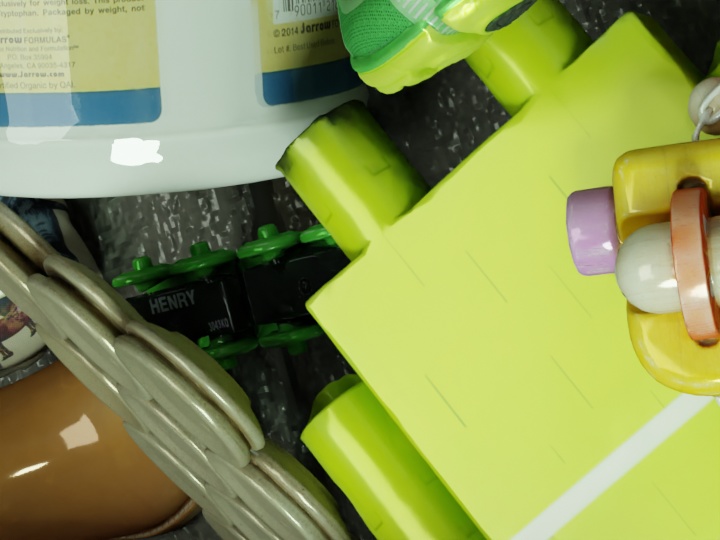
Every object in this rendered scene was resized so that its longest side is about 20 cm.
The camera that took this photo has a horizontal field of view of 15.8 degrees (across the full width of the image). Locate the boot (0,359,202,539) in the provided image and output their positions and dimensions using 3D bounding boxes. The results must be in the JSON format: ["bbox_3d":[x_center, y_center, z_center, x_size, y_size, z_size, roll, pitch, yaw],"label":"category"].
[{"bbox_3d":[-0.148,0.081,0.900,0.200,0.154,0.074,-30,78,45],"label":"boot"}]

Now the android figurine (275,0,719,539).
[{"bbox_3d":[0.071,0.018,0.694,0.182,0.041,0.200,-43,79,14],"label":"android figurine"}]

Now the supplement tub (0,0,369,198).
[{"bbox_3d":[-0.073,-0.130,0.780,0.144,0.144,0.201,8,105,44],"label":"supplement tub"}]

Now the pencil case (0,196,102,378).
[{"bbox_3d":[-0.163,-0.060,0.931,0.089,0.078,0.201,102,144,-75],"label":"pencil case"}]

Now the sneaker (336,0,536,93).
[{"bbox_3d":[0.007,-0.118,0.679,0.074,0.084,0.200,-36,32,22],"label":"sneaker"}]

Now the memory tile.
[{"bbox_3d":[-0.038,0.061,0.786,0.153,0.017,0.200,29,162,50],"label":"memory tile"}]

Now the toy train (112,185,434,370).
[{"bbox_3d":[0.000,0.000,0.801,0.200,0.056,0.042,-12,93,44],"label":"toy train"}]

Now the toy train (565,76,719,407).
[{"bbox_3d":[0.133,-0.008,0.625,0.150,0.056,0.200,-34,79,12],"label":"toy train"}]
